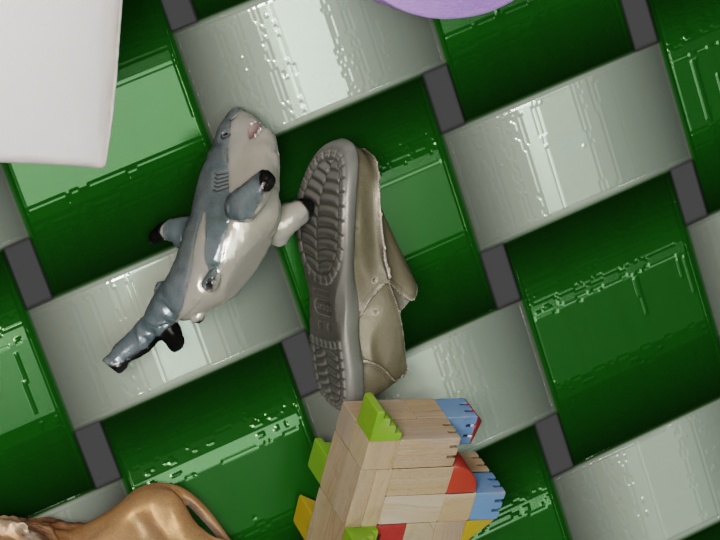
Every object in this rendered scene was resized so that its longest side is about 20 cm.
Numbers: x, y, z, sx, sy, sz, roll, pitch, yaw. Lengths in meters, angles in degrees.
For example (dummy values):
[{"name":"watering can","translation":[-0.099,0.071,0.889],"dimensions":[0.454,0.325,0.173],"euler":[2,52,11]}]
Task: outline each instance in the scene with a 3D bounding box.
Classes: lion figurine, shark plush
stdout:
[{"name":"lion figurine","translation":[-0.179,0.201,1.749],"dimensions":[0.199,0.072,0.123],"euler":[-28,97,-27]},{"name":"shark plush","translation":[-0.113,-0.013,1.726],"dimensions":[0.201,0.083,0.091],"euler":[-60,156,12]}]

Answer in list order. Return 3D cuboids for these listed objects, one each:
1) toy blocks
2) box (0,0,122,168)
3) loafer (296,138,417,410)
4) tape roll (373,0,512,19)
[{"name":"toy blocks","translation":[0.040,0.170,1.790],"dimensions":[0.136,0.100,0.201],"euler":[-1,122,-27]},{"name":"box","translation":[-0.255,-0.182,1.558],"dimensions":[0.170,0.199,0.201],"euler":[1,103,-20]},{"name":"loafer","translation":[0.000,0.000,1.766],"dimensions":[0.069,0.075,0.201],"euler":[-11,111,-28]},{"name":"tape roll","translation":[0.056,-0.281,1.720],"dimensions":[0.199,0.066,0.201],"euler":[-5,104,-19]}]
